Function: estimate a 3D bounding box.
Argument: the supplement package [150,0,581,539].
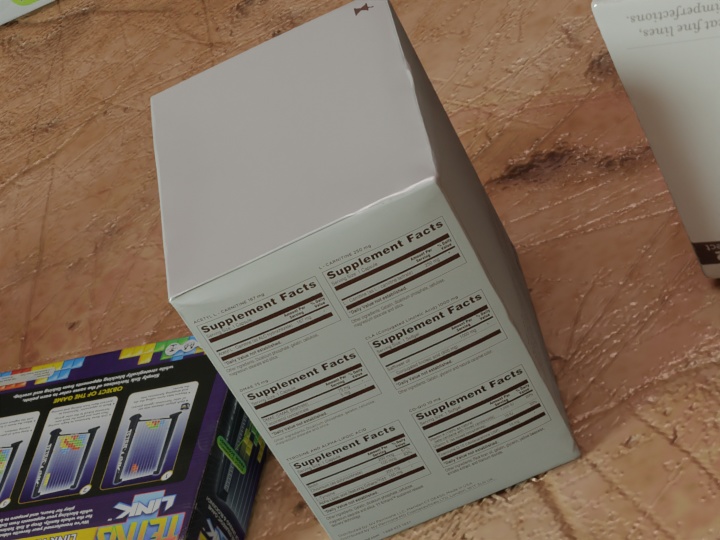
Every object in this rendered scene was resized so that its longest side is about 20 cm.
[{"bbox_3d":[0.000,0.000,1.036,0.147,0.200,0.191,-24,36,9],"label":"supplement package"}]

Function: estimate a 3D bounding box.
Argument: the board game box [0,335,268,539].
[{"bbox_3d":[-0.155,0.123,1.122,0.200,0.057,0.165,-11,42,24],"label":"board game box"}]

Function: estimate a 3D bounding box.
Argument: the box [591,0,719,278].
[{"bbox_3d":[0.253,-0.111,0.991,0.199,0.200,0.131,-4,43,31],"label":"box"}]

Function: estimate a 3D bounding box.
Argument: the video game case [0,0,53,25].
[{"bbox_3d":[-0.322,-0.285,1.731,0.181,0.045,0.200,-22,37,10],"label":"video game case"}]
